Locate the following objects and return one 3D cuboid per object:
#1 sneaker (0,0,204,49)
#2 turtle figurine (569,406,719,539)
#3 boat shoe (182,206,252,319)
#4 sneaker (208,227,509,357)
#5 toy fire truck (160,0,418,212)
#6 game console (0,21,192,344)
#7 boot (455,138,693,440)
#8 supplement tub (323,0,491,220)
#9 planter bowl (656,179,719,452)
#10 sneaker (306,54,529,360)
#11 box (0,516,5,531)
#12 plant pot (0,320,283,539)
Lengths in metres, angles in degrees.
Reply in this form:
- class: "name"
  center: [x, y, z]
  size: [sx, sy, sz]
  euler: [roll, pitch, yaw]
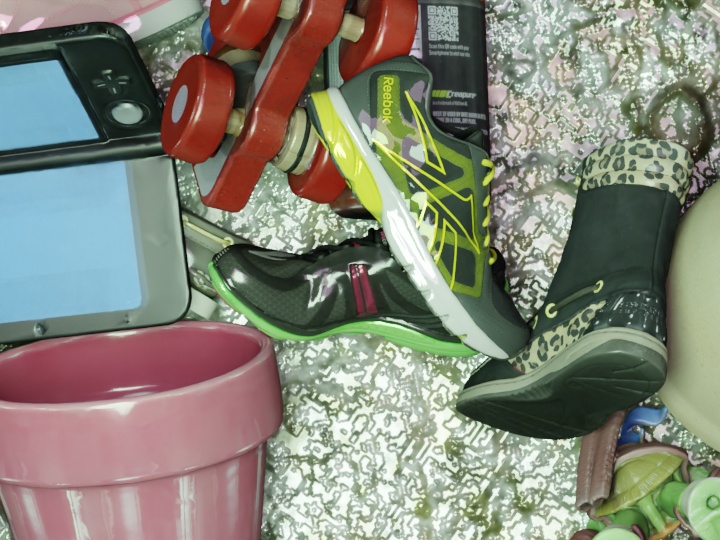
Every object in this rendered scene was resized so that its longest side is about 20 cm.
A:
- class: "sneaker"
  center: [-0.208, -0.175, 1.744]
  size: [0.200, 0.075, 0.105]
  euler: [-17, 91, 7]
- class: "turtle figurine"
  center: [0.193, 0.182, 1.642]
  size: [0.143, 0.194, 0.201]
  euler: [6, 90, 2]
- class: "boat shoe"
  center: [-0.161, -0.051, 1.737]
  size: [0.202, 0.072, 0.060]
  euler: [37, 90, 3]
- class: "sneaker"
  center: [0.000, 0.000, 1.696]
  size: [0.199, 0.077, 0.084]
  euler: [5, 123, -20]
- class: "toy fire truck"
  center: [-0.053, -0.144, 1.662]
  size: [0.112, 0.168, 0.200]
  euler: [16, 119, -20]
- class: "game console"
  center: [-0.217, -0.049, 1.649]
  size: [0.199, 0.176, 0.117]
  euler: [-7, 58, 10]
- class: "boot"
  center: [0.135, 0.015, 1.660]
  size: [0.073, 0.203, 0.154]
  euler: [21, 67, -20]
- class: "supplement tub"
  center: [0.029, -0.135, 1.712]
  size: [0.107, 0.107, 0.201]
  euler: [-2, 86, 4]
- class: "planter bowl"
  center: [0.274, 0.004, 1.630]
  size: [0.199, 0.135, 0.201]
  euler: [1, 54, -1]
- class: "sneaker"
  center: [0.051, -0.037, 1.586]
  size: [0.085, 0.074, 0.200]
  euler: [-34, 106, 3]
- class: "box"
  center: [-0.322, 0.145, 1.686]
  size: [0.050, 0.200, 0.158]
  euler: [-33, 83, -43]
- class: "plant pot"
  center: [-0.139, 0.141, 1.676]
  size: [0.199, 0.200, 0.180]
  euler: [-7, 102, 4]
